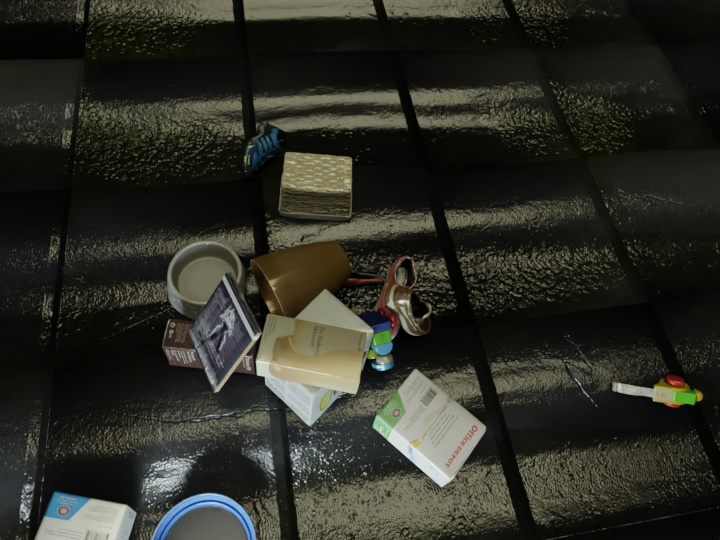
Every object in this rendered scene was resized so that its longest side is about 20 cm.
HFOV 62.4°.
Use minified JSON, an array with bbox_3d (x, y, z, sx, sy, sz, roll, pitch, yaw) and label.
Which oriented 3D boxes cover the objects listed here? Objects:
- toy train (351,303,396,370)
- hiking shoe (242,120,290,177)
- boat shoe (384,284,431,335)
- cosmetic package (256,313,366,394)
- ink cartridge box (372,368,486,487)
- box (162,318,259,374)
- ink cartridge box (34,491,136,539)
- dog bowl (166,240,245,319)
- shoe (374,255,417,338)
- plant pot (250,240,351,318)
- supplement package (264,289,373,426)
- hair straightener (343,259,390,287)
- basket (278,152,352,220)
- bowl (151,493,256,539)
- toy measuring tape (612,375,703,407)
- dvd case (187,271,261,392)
[{"bbox_3d":[0.024,0.151,1.383,0.083,0.200,0.118,-13,101,-15],"label":"toy train"},{"bbox_3d":[-0.266,-0.335,1.646,0.085,0.075,0.202,16,58,3],"label":"hiking shoe"},{"bbox_3d":[0.128,0.099,1.362,0.074,0.202,0.076,0,66,31],"label":"boat shoe"},{"bbox_3d":[-0.092,0.159,1.134,0.196,0.071,0.107,10,58,-2],"label":"cosmetic package"},{"bbox_3d":[0.147,0.339,1.284,0.199,0.084,0.145,38,61,16],"label":"ink cartridge box"},{"bbox_3d":[-0.326,0.170,1.317,0.196,0.101,0.076,5,58,-3],"label":"box"},{"bbox_3d":[-0.518,0.526,1.082,0.143,0.085,0.203,11,59,0],"label":"ink cartridge box"},{"bbox_3d":[-0.370,0.017,1.428,0.196,0.059,0.203,3,59,-5],"label":"dog bowl"},{"bbox_3d":[0.083,0.065,1.424,0.070,0.091,0.203,18,67,-6],"label":"shoe"},{"bbox_3d":[-0.126,0.017,1.379,0.198,0.187,0.187,-27,65,-19],"label":"plant pot"},{"bbox_3d":[-0.093,0.190,1.275,0.147,0.201,0.191,39,62,15],"label":"supplement package"},{"bbox_3d":[0.000,0.000,1.497,0.196,0.041,0.078,-4,60,-10],"label":"hair straightener"},{"bbox_3d":[-0.114,-0.224,1.570,0.196,0.124,0.138,4,59,-6],"label":"basket"},{"bbox_3d":[-0.295,0.532,1.126,0.197,0.040,0.204,3,59,-5],"label":"bowl"},{"bbox_3d":[0.703,0.281,1.415,0.196,0.074,0.074,6,56,17],"label":"toy measuring tape"},{"bbox_3d":[-0.276,0.125,1.189,0.016,0.201,0.150,-3,52,-47],"label":"dvd case"}]
